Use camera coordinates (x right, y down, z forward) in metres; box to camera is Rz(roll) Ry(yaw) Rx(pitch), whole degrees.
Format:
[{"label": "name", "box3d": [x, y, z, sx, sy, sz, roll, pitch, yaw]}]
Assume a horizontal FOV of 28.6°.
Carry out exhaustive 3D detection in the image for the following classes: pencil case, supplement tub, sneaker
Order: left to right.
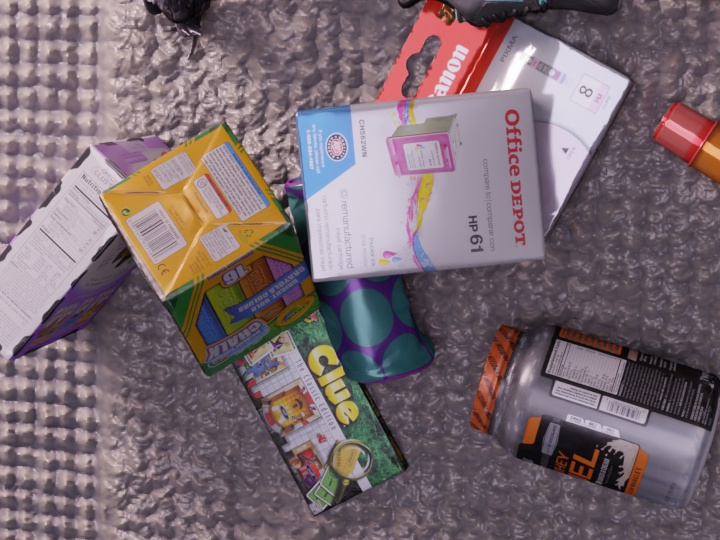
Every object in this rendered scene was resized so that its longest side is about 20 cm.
[{"label": "pencil case", "box3d": [0.000, 0.000, 1.283, 0.085, 0.092, 0.201, -12, 97, 51]}, {"label": "sneaker", "box3d": [0.126, -0.243, 1.225, 0.199, 0.075, 0.080, 16, 90, 10]}, {"label": "supplement tub", "box3d": [0.203, 0.121, 1.231, 0.199, 0.123, 0.123, 17, 100, 11]}]

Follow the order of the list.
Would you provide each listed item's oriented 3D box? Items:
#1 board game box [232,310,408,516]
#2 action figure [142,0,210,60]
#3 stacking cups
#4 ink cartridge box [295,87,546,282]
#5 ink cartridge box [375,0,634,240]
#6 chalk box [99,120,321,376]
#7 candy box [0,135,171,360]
[{"label": "board game box", "box3d": [-0.046, 0.122, 1.342, 0.105, 0.023, 0.200, -29, 89, 12]}, {"label": "action figure", "box3d": [-0.159, -0.289, 1.266, 0.102, 0.200, 0.119, -25, 47, -8]}, {"label": "stacking cups", "box3d": [0.342, -0.075, 1.206, 0.200, 0.060, 0.061, 32, 102, 8]}, {"label": "ink cartridge box", "box3d": [0.051, -0.073, 1.194, 0.199, 0.085, 0.145, -6, 94, -2]}, {"label": "ink cartridge box", "box3d": [0.117, -0.144, 1.259, 0.200, 0.057, 0.163, 29, 102, 4]}, {"label": "chalk box", "box3d": [-0.119, -0.005, 1.213, 0.124, 0.200, 0.125, -32, 64, -8]}, {"label": "candy box", "box3d": [-0.251, -0.025, 1.296, 0.072, 0.168, 0.200, 42, 103, 3]}]
